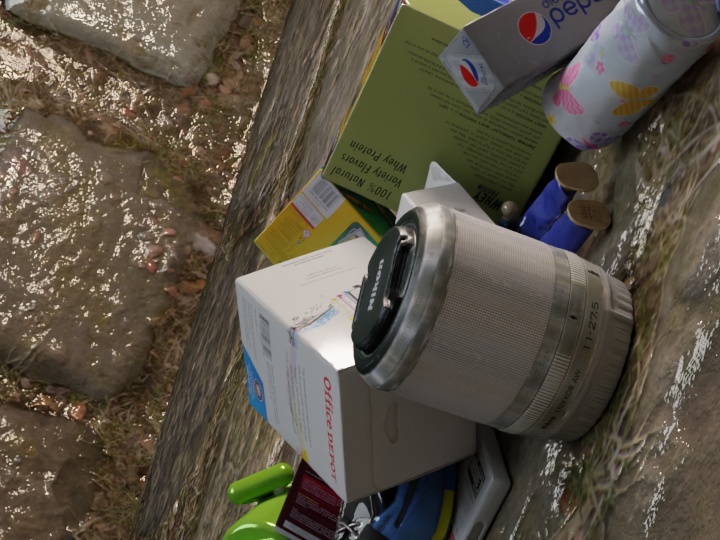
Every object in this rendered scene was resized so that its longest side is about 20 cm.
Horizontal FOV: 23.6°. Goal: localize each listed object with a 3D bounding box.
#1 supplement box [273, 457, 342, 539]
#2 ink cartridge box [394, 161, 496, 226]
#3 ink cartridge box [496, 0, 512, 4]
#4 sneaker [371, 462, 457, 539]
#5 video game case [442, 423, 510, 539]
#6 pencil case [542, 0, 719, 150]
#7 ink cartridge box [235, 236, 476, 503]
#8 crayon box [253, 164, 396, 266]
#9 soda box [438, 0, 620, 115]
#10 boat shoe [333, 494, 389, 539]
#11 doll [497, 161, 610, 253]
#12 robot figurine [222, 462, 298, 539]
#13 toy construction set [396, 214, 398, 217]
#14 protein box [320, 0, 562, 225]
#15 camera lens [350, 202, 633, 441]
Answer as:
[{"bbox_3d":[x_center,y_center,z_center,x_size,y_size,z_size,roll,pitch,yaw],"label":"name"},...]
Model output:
[{"bbox_3d":[-0.010,0.215,1.770,0.061,0.109,0.200,-56,-8,-45],"label":"supplement box"},{"bbox_3d":[0.084,0.001,1.617,0.200,0.067,0.117,52,143,39],"label":"ink cartridge box"},{"bbox_3d":[0.138,-0.228,1.963,0.200,0.076,0.136,-81,17,-45],"label":"ink cartridge box"},{"bbox_3d":[0.049,0.172,1.642,0.066,0.078,0.200,121,164,-46],"label":"sneaker"},{"bbox_3d":[0.083,0.223,1.649,0.200,0.023,0.182,-102,34,-65],"label":"video game case"},{"bbox_3d":[0.231,-0.185,1.487,0.200,0.083,0.091,128,144,-57],"label":"pencil case"},{"bbox_3d":[-0.003,0.088,1.594,0.200,0.145,0.147,40,141,49],"label":"ink cartridge box"},{"bbox_3d":[0.000,0.000,1.760,0.119,0.200,0.058,-45,-8,30],"label":"crayon box"},{"bbox_3d":[0.173,-0.220,1.569,0.200,0.068,0.063,-31,-7,-26],"label":"soda box"},{"bbox_3d":[0.001,0.292,1.669,0.067,0.057,0.200,-12,79,48],"label":"boat shoe"},{"bbox_3d":[0.162,-0.012,1.595,0.200,0.048,0.137,125,139,-53],"label":"doll"},{"bbox_3d":[-0.079,0.304,1.904,0.116,0.176,0.200,-17,9,30],"label":"robot figurine"},{"bbox_3d":[0.053,-0.079,1.963,0.200,0.131,0.092,-90,22,-55],"label":"toy construction set"},{"bbox_3d":[0.096,-0.160,1.721,0.135,0.198,0.200,-74,9,-63],"label":"protein box"},{"bbox_3d":[0.103,0.044,1.425,0.160,0.200,0.160,-161,90,-77],"label":"camera lens"}]
